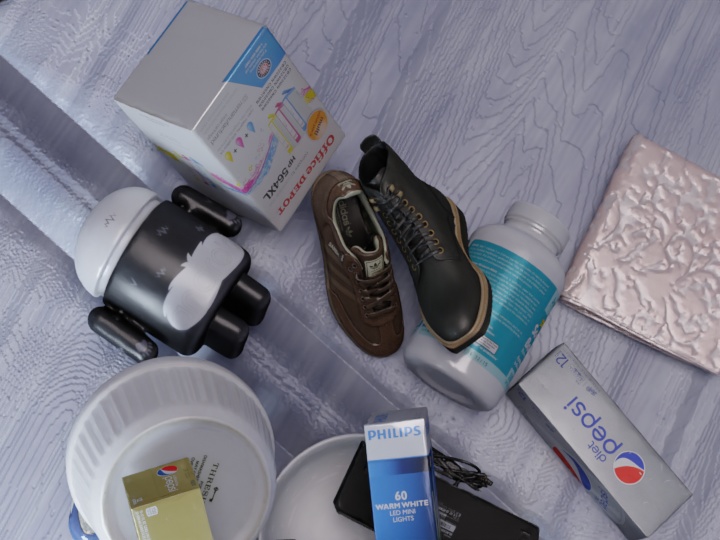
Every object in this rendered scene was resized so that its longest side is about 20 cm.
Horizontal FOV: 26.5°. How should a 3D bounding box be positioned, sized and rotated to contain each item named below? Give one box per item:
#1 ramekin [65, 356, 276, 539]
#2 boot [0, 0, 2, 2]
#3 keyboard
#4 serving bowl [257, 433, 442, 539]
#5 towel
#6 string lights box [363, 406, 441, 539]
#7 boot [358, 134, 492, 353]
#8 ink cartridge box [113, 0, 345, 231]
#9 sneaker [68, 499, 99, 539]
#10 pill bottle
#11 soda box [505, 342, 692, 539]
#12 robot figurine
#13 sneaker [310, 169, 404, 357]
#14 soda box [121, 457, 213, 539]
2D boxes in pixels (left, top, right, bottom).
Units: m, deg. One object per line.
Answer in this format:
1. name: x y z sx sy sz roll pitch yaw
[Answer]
1. ramekin: -0.168 0.188 1.403 0.199 0.094 0.205 -5 109 -15
2. boot: -0.396 -0.389 1.606 0.187 0.069 0.201 -32 83 -12
3. keyboard: 0.081 0.225 1.472 0.198 0.040 0.105 26 98 0
4. serving bowl: -0.004 0.264 1.496 0.197 0.066 0.203 1 77 -6
5. towel: 0.330 -0.016 1.614 0.189 0.032 0.202 27 76 0
6. string lights box: 0.043 0.233 1.397 0.058 0.103 0.203 -6 91 4
7. boot: 0.052 -0.026 1.468 0.077 0.138 0.201 -35 39 15
8. ink cartridge box: -0.119 -0.144 1.514 0.124 0.200 0.129 23 73 40
9. sneaker: -0.213 0.182 1.483 0.075 0.088 0.201 39 77 2
10. pill bottle: 0.135 0.032 1.541 0.110 0.111 0.201 31 77 2
11. soda box: 0.239 0.175 1.543 0.068 0.063 0.200 -39 84 -14
12. robot figurine: -0.187 0.005 1.510 0.199 0.150 0.126 32 118 1
13. sneaker: 0.000 0.000 1.521 0.070 0.075 0.202 -24 105 -13
14. soda box: -0.153 0.274 1.345 0.063 0.068 0.203 -16 110 -11
